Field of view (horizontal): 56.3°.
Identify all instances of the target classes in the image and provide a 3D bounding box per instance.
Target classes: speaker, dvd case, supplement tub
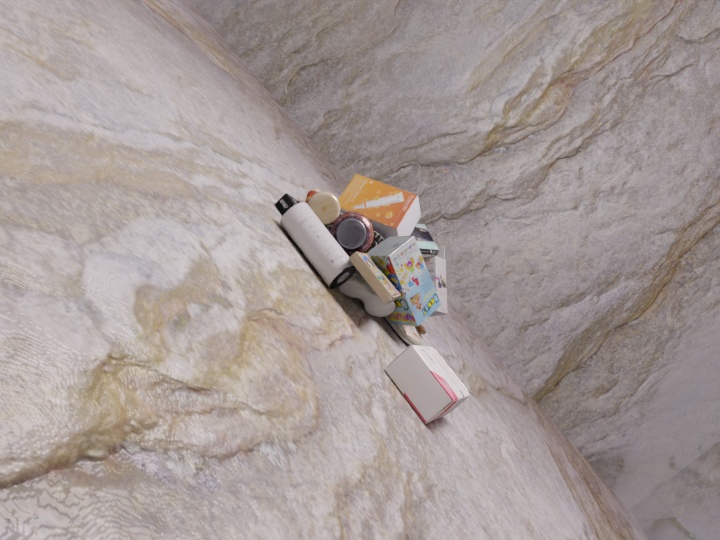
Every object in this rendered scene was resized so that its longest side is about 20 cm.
[{"bbox_3d":[-0.098,-0.059,1.539,0.201,0.081,0.081,51,9,16],"label":"speaker"},{"bbox_3d":[0.110,-0.096,1.906,0.197,0.022,0.147,4,32,-16],"label":"dvd case"},{"bbox_3d":[-0.019,-0.090,1.633,0.107,0.107,0.200,48,2,-1],"label":"supplement tub"}]

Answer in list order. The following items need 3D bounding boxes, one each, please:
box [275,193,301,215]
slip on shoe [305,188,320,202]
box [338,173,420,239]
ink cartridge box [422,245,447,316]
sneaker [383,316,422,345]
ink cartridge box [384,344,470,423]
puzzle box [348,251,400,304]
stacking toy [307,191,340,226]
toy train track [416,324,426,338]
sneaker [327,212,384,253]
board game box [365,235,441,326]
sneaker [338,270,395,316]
[{"bbox_3d":[-0.119,-0.101,1.728,0.161,0.043,0.200,53,9,23],"label":"box"},{"bbox_3d":[-0.099,-0.152,2.020,0.201,0.074,0.061,52,42,-19],"label":"slip on shoe"},{"bbox_3d":[0.047,-0.159,1.823,0.198,0.125,0.098,22,-27,23],"label":"box"},{"bbox_3d":[0.182,0.028,1.923,0.068,0.114,0.203,19,66,-54],"label":"ink cartridge box"},{"bbox_3d":[0.114,0.112,1.806,0.200,0.093,0.070,50,9,7],"label":"sneaker"},{"bbox_3d":[0.150,0.243,1.460,0.147,0.083,0.200,51,10,18],"label":"ink cartridge box"},{"bbox_3d":[0.036,0.017,1.554,0.133,0.025,0.200,51,6,4],"label":"puzzle box"},{"bbox_3d":[-0.096,-0.169,1.748,0.085,0.085,0.200,47,5,-10],"label":"stacking toy"},{"bbox_3d":[0.116,0.140,1.922,0.199,0.032,0.115,35,23,-39],"label":"toy train track"},{"bbox_3d":[0.003,-0.080,1.792,0.199,0.079,0.089,39,-1,15],"label":"sneaker"},{"bbox_3d":[0.106,0.026,1.702,0.102,0.105,0.202,1,-60,50],"label":"board game box"},{"bbox_3d":[0.018,0.039,1.647,0.200,0.075,0.089,39,32,-42],"label":"sneaker"}]
